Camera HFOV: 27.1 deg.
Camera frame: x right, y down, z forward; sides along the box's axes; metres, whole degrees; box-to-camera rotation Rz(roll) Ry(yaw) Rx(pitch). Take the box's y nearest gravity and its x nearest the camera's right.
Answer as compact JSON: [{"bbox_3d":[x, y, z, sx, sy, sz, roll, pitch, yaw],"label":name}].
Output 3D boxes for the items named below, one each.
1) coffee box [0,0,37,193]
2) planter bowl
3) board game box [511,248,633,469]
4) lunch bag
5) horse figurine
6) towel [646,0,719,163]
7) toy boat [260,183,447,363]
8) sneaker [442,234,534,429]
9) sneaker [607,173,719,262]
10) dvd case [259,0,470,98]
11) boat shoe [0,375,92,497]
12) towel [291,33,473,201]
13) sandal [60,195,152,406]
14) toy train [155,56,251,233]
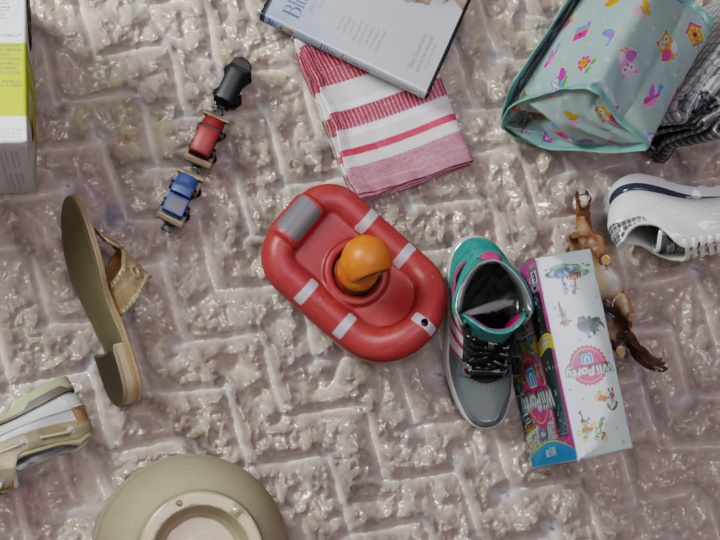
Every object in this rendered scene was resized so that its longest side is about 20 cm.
[{"bbox_3d":[-0.412,-0.191,1.423,0.197,0.200,0.201,-1,80,-11],"label":"coffee box"},{"bbox_3d":[-0.158,0.274,1.427,0.197,0.135,0.203,2,80,-10],"label":"planter bowl"},{"bbox_3d":[0.203,0.093,1.523,0.063,0.148,0.203,-10,82,-14],"label":"board game box"},{"bbox_3d":[0.242,-0.215,1.563,0.122,0.199,0.171,40,73,-25],"label":"lunch bag"},{"bbox_3d":[0.259,0.018,1.573,0.049,0.133,0.202,-24,94,7],"label":"horse figurine"},{"bbox_3d":[0.379,-0.209,1.603,0.086,0.165,0.200,44,76,-14],"label":"towel"},{"bbox_3d":[0.000,0.000,1.507,0.200,0.131,0.131,41,76,-2],"label":"toy boat"},{"bbox_3d":[0.130,0.068,1.511,0.082,0.121,0.203,-6,95,-5],"label":"sneaker"},{"bbox_3d":[0.362,-0.044,1.605,0.197,0.077,0.081,5,50,0],"label":"sneaker"},{"bbox_3d":[0.009,-0.286,1.601,0.198,0.018,0.144,25,70,-1],"label":"dvd case"},{"bbox_3d":[-0.351,0.181,1.435,0.199,0.075,0.069,-32,82,-15],"label":"boat shoe"},{"bbox_3d":[0.023,-0.185,1.601,0.143,0.023,0.202,-20,84,-15],"label":"towel"},{"bbox_3d":[-0.240,0.025,1.497,0.069,0.077,0.214,-14,89,-33],"label":"sandal"},{"bbox_3d":[-0.159,-0.131,1.542,0.034,0.046,0.202,24,77,-6],"label":"toy train"}]
